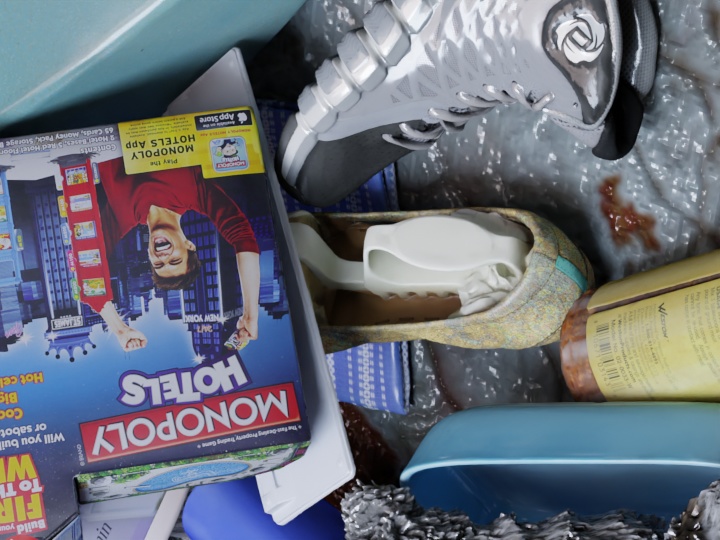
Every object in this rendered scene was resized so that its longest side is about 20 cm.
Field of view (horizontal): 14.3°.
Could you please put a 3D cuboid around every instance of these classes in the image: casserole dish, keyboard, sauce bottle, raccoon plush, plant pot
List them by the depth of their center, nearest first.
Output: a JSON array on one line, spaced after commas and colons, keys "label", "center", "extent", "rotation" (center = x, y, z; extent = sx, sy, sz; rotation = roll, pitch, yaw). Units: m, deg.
[{"label": "sauce bottle", "center": [0.171, 0.016, 1.132], "extent": [0.200, 0.066, 0.066], "rotation": [-16, 97, 43]}, {"label": "raccoon plush", "center": [0.072, 0.103, 1.138], "extent": [0.134, 0.097, 0.200], "rotation": [34, 118, -5]}, {"label": "casserole dish", "center": [0.111, 0.092, 1.184], "extent": [0.200, 0.039, 0.121], "rotation": [-1, 149, 28]}, {"label": "keyboard", "center": [-0.044, 0.005, 1.216], "extent": [0.056, 0.011, 0.200], "rotation": [-34, 63, 38]}, {"label": "plant pot", "center": [-0.121, -0.133, 1.247], "extent": [0.200, 0.141, 0.142], "rotation": [-25, 81, 33]}]

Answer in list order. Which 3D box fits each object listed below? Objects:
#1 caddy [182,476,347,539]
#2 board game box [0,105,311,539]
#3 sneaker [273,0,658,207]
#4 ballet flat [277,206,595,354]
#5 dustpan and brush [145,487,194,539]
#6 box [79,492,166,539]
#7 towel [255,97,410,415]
[{"label": "caddy", "center": [-0.035, 0.176, 1.283], "extent": [0.105, 0.141, 0.200], "rotation": [37, 171, 30]}, {"label": "board game box", "center": [-0.127, 0.046, 1.181], "extent": [0.062, 0.200, 0.200], "rotation": [102, 159, -72]}, {"label": "sneaker", "center": [0.052, -0.070, 1.181], "extent": [0.115, 0.075, 0.200], "rotation": [45, 123, 10]}, {"label": "ballet flat", "center": [0.000, 0.000, 1.231], "extent": [0.200, 0.071, 0.071], "rotation": [0, 108, 21]}, {"label": "dustpan and brush", "center": [-0.084, 0.084, 1.361], "extent": [0.139, 0.057, 0.200], "rotation": [33, 124, 18]}, {"label": "box", "center": [-0.118, 0.108, 1.239], "extent": [0.041, 0.200, 0.039], "rotation": [-19, 124, 38]}, {"label": "towel", "center": [-0.066, -0.014, 1.336], "extent": [0.200, 0.024, 0.145], "rotation": [10, 114, 35]}]
